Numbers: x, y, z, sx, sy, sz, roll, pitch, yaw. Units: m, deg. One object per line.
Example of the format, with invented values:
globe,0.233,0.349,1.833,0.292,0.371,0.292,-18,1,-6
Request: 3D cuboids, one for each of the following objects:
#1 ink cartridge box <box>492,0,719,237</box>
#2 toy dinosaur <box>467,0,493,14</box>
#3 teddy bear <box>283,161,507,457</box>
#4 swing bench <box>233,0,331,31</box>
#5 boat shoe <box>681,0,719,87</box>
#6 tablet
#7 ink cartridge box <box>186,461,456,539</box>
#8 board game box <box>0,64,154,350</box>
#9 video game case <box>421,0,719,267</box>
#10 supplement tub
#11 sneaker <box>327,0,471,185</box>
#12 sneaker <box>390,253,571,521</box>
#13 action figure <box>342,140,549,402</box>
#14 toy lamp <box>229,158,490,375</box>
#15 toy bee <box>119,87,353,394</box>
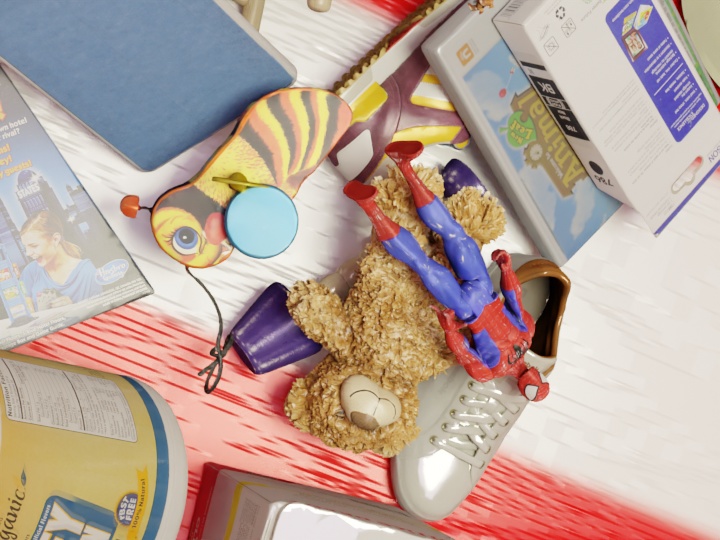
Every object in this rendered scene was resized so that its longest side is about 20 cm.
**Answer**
ink cartridge box,0.175,-0.126,1.204,0.099,0.039,0.200,-46,122,-16
toy dinosaur,0.022,-0.242,0.990,0.135,0.102,0.200,-33,78,-30
teddy bear,0.025,0.029,1.158,0.145,0.067,0.200,39,86,-35
swing bench,-0.053,-0.266,1.114,0.129,0.199,0.201,30,82,-14
boat shoe,0.309,-0.143,1.293,0.201,0.063,0.074,45,110,1
tablet,-0.140,-0.138,1.101,0.130,0.014,0.200,-30,142,16
ink cartridge box,-0.022,0.187,1.126,0.144,0.200,0.084,16,86,-15
board game box,-0.260,-0.043,1.129,0.199,0.062,0.201,-21,95,-15
video game case,0.150,-0.133,1.221,0.182,0.022,0.200,-44,124,-16
supplement tub,-0.219,0.120,1.066,0.199,0.144,0.146,16,86,-42
sneaker,0.059,-0.134,1.216,0.200,0.075,0.090,-41,101,-3
sneaker,0.082,0.079,1.216,0.073,0.085,0.201,25,85,-16
action figure,0.066,0.011,1.123,0.065,0.052,0.200,-47,121,-19
toy lamp,0.000,0.000,1.205,0.200,0.058,0.058,-37,100,-12
toy bee,-0.092,-0.041,1.130,0.108,0.131,0.201,28,69,-10
